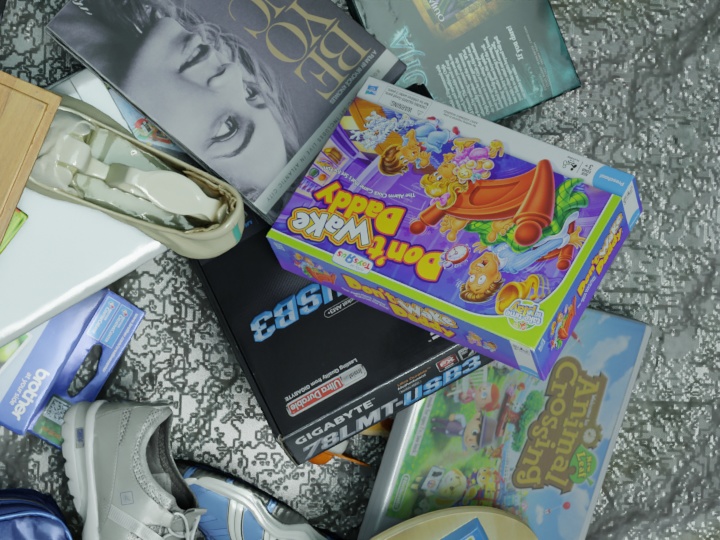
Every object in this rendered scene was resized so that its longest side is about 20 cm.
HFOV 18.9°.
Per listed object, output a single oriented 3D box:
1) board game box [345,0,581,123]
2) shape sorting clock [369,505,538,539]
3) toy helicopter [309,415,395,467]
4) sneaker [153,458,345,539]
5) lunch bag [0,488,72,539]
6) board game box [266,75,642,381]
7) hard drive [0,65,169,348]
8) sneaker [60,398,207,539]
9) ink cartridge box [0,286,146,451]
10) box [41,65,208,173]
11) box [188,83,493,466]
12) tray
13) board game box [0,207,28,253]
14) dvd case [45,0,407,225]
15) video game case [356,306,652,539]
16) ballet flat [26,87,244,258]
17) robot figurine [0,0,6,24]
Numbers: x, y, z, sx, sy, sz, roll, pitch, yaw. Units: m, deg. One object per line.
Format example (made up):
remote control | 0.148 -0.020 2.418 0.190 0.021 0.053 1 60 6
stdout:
board game box | 0.058 -0.197 1.518 0.135 0.028 0.201 -23 97 -9
shape sorting clock | 0.037 0.236 1.483 0.199 0.039 0.201 -20 135 -22
toy helicopter | 0.018 0.107 1.504 0.132 0.079 0.200 -42 112 -13
sneaker | -0.064 0.198 1.488 0.200 0.076 0.077 34 86 -11
lunch bag | -0.250 0.249 1.427 0.135 0.132 0.201 -8 94 -10
board game box | 0.060 -0.030 1.378 0.199 0.045 0.135 22 69 25
hard drive | -0.231 -0.030 1.432 0.199 0.027 0.132 -31 95 -7
sneaker | -0.138 0.179 1.419 0.082 0.075 0.201 -14 91 17
ink cartridge box | -0.257 0.028 1.464 0.200 0.042 0.120 32 87 -12
box | -0.112 -0.121 1.486 0.199 0.035 0.110 -30 97 -8
box | 0.000 0.000 1.434 0.199 0.050 0.199 -28 55 1
tray | -0.269 -0.035 1.343 0.098 0.037 0.201 23 90 -9
board game box | -0.313 0.015 1.383 0.101 0.048 0.200 37 87 -6
dvd case | -0.088 -0.148 1.445 0.200 0.016 0.149 41 71 -2
video game case | 0.103 0.114 1.503 0.181 0.022 0.201 14 96 -33
ballet flat | -0.165 -0.068 1.396 0.199 0.069 0.070 23 88 -8
robot figurine | -0.316 -0.187 1.397 0.150 0.125 0.201 18 89 -29
